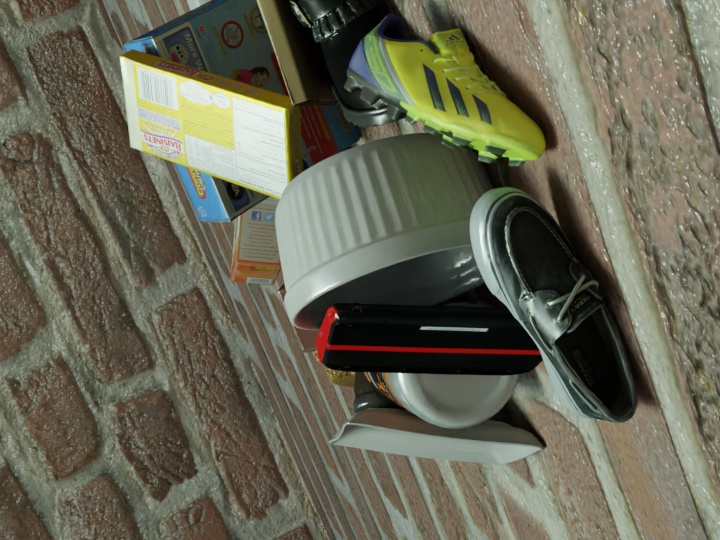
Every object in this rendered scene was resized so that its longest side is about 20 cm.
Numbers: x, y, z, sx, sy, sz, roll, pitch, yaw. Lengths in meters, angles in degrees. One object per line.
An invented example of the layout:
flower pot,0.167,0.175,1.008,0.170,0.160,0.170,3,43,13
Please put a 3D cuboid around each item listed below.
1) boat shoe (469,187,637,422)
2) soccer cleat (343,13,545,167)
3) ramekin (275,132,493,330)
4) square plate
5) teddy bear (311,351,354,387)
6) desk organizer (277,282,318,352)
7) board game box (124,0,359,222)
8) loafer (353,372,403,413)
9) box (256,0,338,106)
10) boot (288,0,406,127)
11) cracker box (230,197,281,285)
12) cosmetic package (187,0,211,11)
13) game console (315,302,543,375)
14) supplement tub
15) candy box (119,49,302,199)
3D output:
boat shoe,0.153,0.025,1.037,0.200,0.072,0.071,57,162,-18
soccer cleat,0.066,-0.140,1.052,0.200,0.084,0.065,32,-176,42
ramekin,0.024,-0.033,1.159,0.200,0.199,0.106,108,146,-74
square plate,0.073,0.171,1.458,0.200,0.197,0.029,116,161,-76
teddy bear,0.019,0.078,1.615,0.200,0.144,0.067,103,173,-67
desk organizer,0.000,0.000,1.351,0.072,0.077,0.200,68,-153,-16
board game box,-0.116,-0.182,1.446,0.056,0.196,0.201,1,118,49
loafer,0.056,0.124,1.544,0.200,0.073,0.072,18,-119,-62
box,-0.066,-0.250,1.294,0.163,0.021,0.201,-28,-79,-74
boot,-0.011,-0.217,1.192,0.211,0.079,0.158,46,158,60
cracker box,-0.113,-0.093,1.623,0.134,0.057,0.201,128,146,-78
cosmetic package,-0.142,-0.322,1.514,0.071,0.101,0.201,47,159,58
game console,0.066,0.054,1.172,0.177,0.199,0.031,109,162,-71
supplement tub,0.068,0.079,1.366,0.123,0.122,0.200,66,170,-8
candy box,-0.142,-0.138,1.332,0.199,0.026,0.103,20,133,27
